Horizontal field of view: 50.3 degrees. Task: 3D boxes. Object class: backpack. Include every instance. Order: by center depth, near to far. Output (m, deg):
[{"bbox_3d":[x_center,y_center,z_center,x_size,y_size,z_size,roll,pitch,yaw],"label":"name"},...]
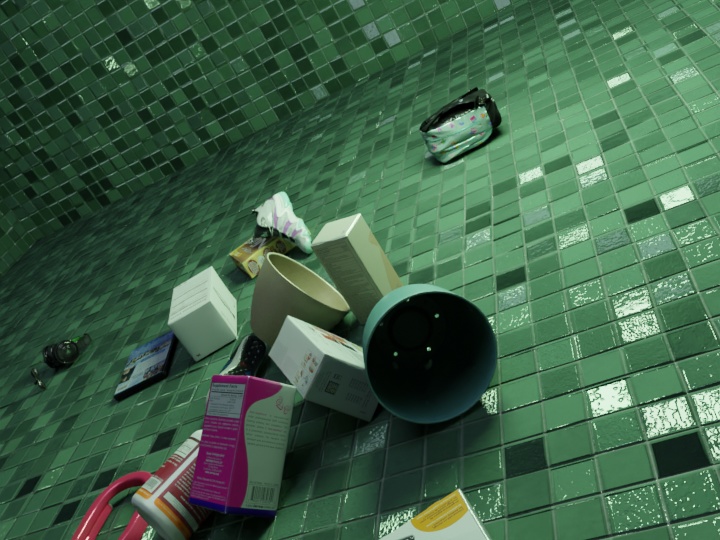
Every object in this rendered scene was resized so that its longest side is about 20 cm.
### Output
[{"bbox_3d":[0.253,-0.370,1.958,0.199,0.127,0.167,-28,14,9],"label":"backpack"}]

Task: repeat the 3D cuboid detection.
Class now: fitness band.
[{"bbox_3d":[-0.429,0.442,1.350,0.143,0.038,0.201,-16,30,24],"label":"fitness band"}]

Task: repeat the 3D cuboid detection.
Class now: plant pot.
[{"bbox_3d":[0.092,0.112,1.190,0.200,0.201,0.161,-32,14,-1],"label":"plant pot"}]

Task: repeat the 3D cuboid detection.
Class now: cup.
[{"bbox_3d":[-0.141,0.079,1.539,0.144,0.200,0.200,-55,23,10],"label":"cup"}]

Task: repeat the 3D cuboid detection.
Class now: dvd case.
[{"bbox_3d":[-0.513,0.224,1.857,0.142,0.018,0.200,-26,25,10],"label":"dvd case"}]

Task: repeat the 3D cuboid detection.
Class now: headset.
[{"bbox_3d":[-0.835,0.246,2.144,0.123,0.095,0.200,-18,13,35],"label":"headset"}]

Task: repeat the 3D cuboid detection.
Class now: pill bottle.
[{"bbox_3d":[-0.266,0.339,1.259,0.113,0.113,0.200,3,41,50],"label":"pill bottle"}]

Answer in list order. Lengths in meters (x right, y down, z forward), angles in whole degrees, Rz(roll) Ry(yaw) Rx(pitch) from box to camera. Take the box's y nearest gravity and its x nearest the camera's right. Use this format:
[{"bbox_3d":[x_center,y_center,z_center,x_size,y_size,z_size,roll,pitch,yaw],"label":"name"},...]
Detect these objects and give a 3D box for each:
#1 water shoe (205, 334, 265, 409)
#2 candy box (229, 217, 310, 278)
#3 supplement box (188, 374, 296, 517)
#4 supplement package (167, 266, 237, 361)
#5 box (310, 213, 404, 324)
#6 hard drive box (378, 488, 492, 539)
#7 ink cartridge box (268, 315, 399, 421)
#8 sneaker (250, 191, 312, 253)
[{"bbox_3d":[-0.251,0.220,1.538,0.079,0.071,0.200,-46,10,47],"label":"water shoe"},{"bbox_3d":[-0.242,-0.070,2.044,0.200,0.056,0.115,-37,27,-15],"label":"candy box"},{"bbox_3d":[-0.182,0.270,1.193,0.103,0.101,0.202,-4,71,44],"label":"supplement box"},{"bbox_3d":[-0.368,0.099,1.807,0.117,0.117,0.200,-29,25,4],"label":"supplement package"},{"bbox_3d":[0.000,0.000,1.475,0.094,0.201,0.078,-12,31,35],"label":"box"},{"bbox_3d":[0.097,0.365,0.849,0.155,0.077,0.200,-33,25,-2],"label":"hard drive box"},{"bbox_3d":[-0.040,0.171,1.310,0.084,0.175,0.200,-64,27,3],"label":"ink cartridge box"},{"bbox_3d":[-0.213,-0.096,1.957,0.139,0.078,0.201,-28,57,-9],"label":"sneaker"}]
